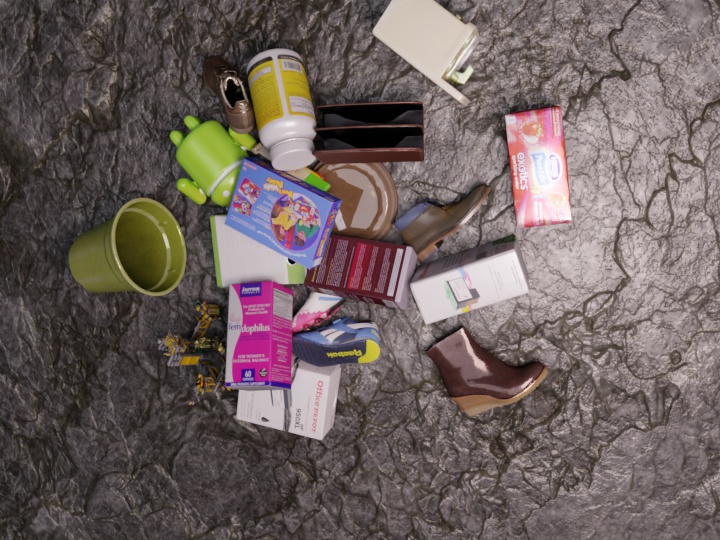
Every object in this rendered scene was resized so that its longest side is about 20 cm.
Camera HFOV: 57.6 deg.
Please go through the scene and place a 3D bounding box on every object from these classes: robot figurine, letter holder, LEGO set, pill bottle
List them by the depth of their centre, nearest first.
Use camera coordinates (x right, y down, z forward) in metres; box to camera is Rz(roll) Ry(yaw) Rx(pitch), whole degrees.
[{"bbox_3d":[0.016,-0.253,1.189,0.196,0.142,0.103,0,93,7],"label":"letter holder"},{"bbox_3d":[-0.143,-0.297,1.225,0.111,0.112,0.204,-16,76,17],"label":"pill bottle"},{"bbox_3d":[-0.286,-0.214,1.306,0.175,0.116,0.200,-42,89,6],"label":"robot figurine"},{"bbox_3d":[-0.340,0.164,1.365,0.154,0.115,0.201,-52,55,26],"label":"LEGO set"}]

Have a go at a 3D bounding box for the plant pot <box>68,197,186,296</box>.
[{"bbox_3d":[-0.502,-0.033,1.376,0.181,0.200,0.204,-11,99,28],"label":"plant pot"}]

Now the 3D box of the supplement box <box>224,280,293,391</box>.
[{"bbox_3d":[-0.198,0.131,1.298,0.099,0.103,0.204,-5,75,18],"label":"supplement box"}]

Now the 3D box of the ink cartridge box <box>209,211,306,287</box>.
[{"bbox_3d":[-0.197,-0.047,1.341,0.196,0.076,0.151,-2,101,13],"label":"ink cartridge box"}]

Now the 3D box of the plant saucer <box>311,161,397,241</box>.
[{"bbox_3d":[-0.024,-0.136,1.302,0.196,0.029,0.204,3,103,13],"label":"plant saucer"}]

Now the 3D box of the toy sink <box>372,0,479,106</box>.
[{"bbox_3d":[0.139,-0.398,1.152,0.199,0.130,0.113,39,108,5],"label":"toy sink"}]

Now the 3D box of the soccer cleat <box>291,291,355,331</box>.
[{"bbox_3d":[-0.071,0.049,1.339,0.198,0.070,0.087,-34,76,16],"label":"soccer cleat"}]

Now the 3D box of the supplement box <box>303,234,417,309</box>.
[{"bbox_3d":[0.000,0.000,1.250,0.196,0.061,0.111,10,77,19],"label":"supplement box"}]

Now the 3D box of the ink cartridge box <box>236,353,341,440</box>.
[{"bbox_3d":[-0.152,0.255,1.386,0.196,0.084,0.147,10,103,12],"label":"ink cartridge box"}]

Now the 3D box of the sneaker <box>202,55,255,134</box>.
[{"bbox_3d":[-0.249,-0.357,1.255,0.069,0.076,0.202,-20,64,-21],"label":"sneaker"}]

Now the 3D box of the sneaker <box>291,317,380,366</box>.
[{"bbox_3d":[-0.050,0.144,1.342,0.196,0.083,0.075,-2,130,15],"label":"sneaker"}]

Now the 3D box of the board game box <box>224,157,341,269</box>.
[{"bbox_3d":[-0.148,-0.109,1.229,0.198,0.045,0.136,27,110,15],"label":"board game box"}]

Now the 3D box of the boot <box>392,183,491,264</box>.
[{"bbox_3d":[0.150,-0.112,1.238,0.097,0.075,0.200,44,110,-1],"label":"boot"}]

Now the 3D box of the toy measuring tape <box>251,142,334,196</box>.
[{"bbox_3d":[-0.129,-0.176,1.276,0.198,0.073,0.074,33,108,16],"label":"toy measuring tape"}]

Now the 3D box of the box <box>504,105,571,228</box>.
[{"bbox_3d":[0.316,-0.184,1.168,0.098,0.095,0.204,-6,100,14],"label":"box"}]

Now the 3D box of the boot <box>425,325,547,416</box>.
[{"bbox_3d":[0.242,0.181,1.275,0.198,0.072,0.168,-31,95,22],"label":"boot"}]

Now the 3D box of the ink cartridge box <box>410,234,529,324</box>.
[{"bbox_3d":[0.204,0.015,1.212,0.197,0.145,0.085,-19,99,17],"label":"ink cartridge box"}]
